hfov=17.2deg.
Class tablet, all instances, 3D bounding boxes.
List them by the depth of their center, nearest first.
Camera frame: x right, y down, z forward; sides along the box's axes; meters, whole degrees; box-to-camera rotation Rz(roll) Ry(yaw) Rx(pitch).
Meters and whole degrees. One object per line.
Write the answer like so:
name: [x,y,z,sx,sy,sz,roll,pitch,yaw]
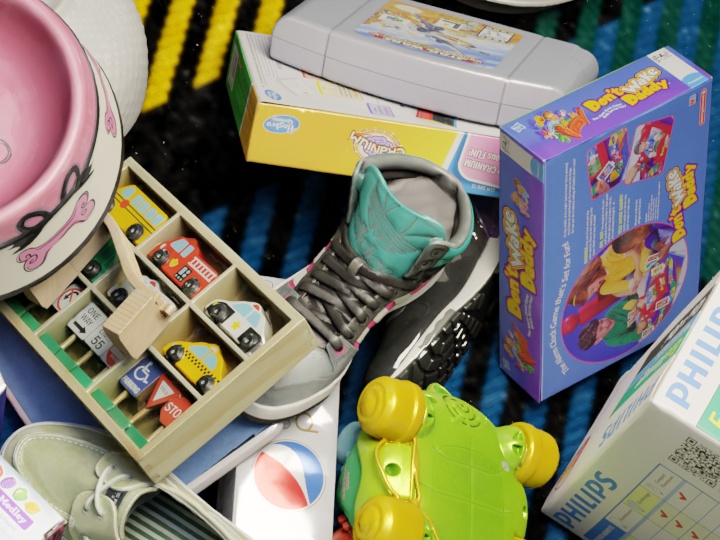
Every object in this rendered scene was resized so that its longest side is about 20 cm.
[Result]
tablet: [-0.149,0.058,1.444,0.130,0.014,0.200,-35,63,-6]

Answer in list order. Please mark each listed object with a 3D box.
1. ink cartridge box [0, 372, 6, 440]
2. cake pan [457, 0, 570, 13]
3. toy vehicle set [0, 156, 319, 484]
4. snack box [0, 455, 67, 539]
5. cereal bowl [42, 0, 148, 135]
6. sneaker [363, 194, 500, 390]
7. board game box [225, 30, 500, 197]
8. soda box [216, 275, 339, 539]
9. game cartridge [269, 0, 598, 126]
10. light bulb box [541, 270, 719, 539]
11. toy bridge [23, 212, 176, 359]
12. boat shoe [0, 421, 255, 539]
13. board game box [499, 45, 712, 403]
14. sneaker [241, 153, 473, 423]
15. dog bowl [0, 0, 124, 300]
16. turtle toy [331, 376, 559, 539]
ink cartridge box: [-0.247,0.043,1.418,0.037,0.095,0.201,-18,71,-18]
cake pan: [0.100,-0.267,1.690,0.199,0.037,0.201,6,64,-13]
toy vehicle set: [-0.129,0.025,1.402,0.124,0.027,0.200,-41,48,-9]
snack box: [-0.262,0.113,1.355,0.200,0.142,0.053,44,62,8]
cereal bowl: [-0.231,-0.152,1.493,0.199,0.083,0.201,5,49,-5]
sneaker: [0.042,0.006,1.539,0.087,0.076,0.200,28,57,16]
board game box: [0.019,-0.101,1.538,0.199,0.040,0.153,8,21,-11]
soda box: [-0.051,0.108,1.456,0.063,0.068,0.201,9,64,-11]
game cartridge: [0.049,-0.139,1.546,0.199,0.042,0.133,16,17,10]
light bulb box: [0.249,0.125,1.456,0.200,0.198,0.125,34,60,1]
toy bridge: [-0.176,-0.010,1.415,0.200,0.027,0.067,26,67,39]
boat shoe: [-0.126,0.137,1.360,0.199,0.062,0.072,25,73,21]
board game box: [0.153,-0.027,1.502,0.134,0.201,0.045,-26,46,-25]
sneaker: [0.000,0.000,1.410,0.084,0.121,0.200,39,55,10]
dog bowl: [-0.238,-0.084,1.372,0.199,0.074,0.201,1,70,-2]
turtle toy: [0.038,0.163,1.434,0.145,0.101,0.201,22,59,-33]
